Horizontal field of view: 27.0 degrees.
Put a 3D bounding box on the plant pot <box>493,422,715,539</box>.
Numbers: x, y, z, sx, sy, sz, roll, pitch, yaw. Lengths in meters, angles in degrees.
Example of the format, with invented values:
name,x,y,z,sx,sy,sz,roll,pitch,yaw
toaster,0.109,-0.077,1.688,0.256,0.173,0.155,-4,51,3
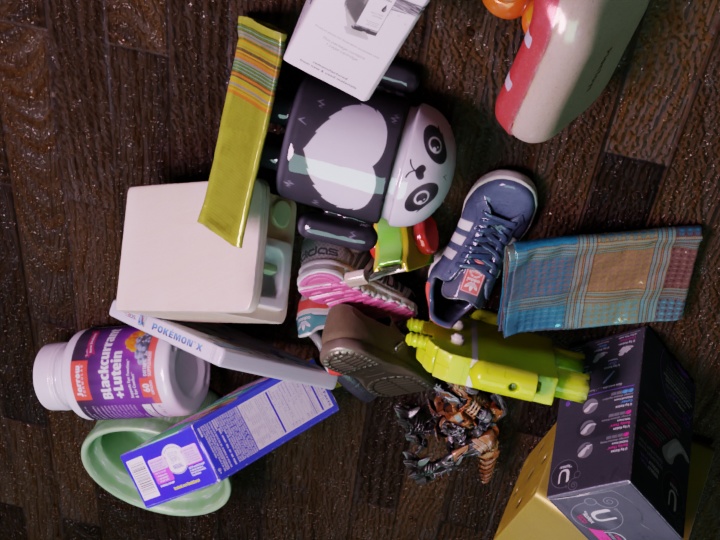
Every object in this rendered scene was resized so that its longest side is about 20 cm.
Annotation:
name,x,y,z,sx,sy,sz,roll,pitch,yaw
plant pot,0.273,0.284,1.765,0.175,0.201,0.201,29,141,0

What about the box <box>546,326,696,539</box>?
name,x,y,z,sx,sy,sz,roll,pitch,yaw
box,0.283,0.182,1.617,0.105,0.202,0.122,-19,131,35

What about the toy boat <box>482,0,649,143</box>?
name,x,y,z,sx,sy,sz,roll,pitch,yaw
toy boat,0.155,-0.215,1.262,0.130,0.130,0.201,41,144,15

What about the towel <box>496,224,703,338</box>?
name,x,y,z,sx,sy,sz,roll,pitch,yaw
towel,0.240,0.013,1.526,0.197,0.022,0.148,-5,141,-2

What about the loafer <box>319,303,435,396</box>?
name,x,y,z,sx,sy,sz,roll,pitch,yaw
loafer,0.023,0.086,1.606,0.075,0.068,0.200,-11,158,24

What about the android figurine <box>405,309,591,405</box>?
name,x,y,z,sx,sy,sz,roll,pitch,yaw
android figurine,0.143,0.089,1.584,0.197,0.182,0.042,15,108,1

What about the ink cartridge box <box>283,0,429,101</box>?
name,x,y,z,sx,sy,sz,roll,pitch,yaw
ink cartridge box,0.024,-0.261,1.208,0.082,0.148,0.200,25,140,-9

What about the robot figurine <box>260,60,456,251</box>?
name,x,y,z,sx,sy,sz,roll,pitch,yaw
robot figurine,-0.008,-0.114,1.415,0.197,0.126,0.151,15,142,1

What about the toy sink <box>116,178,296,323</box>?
name,x,y,z,sx,sy,sz,roll,pitch,yaw
toy sink,-0.138,-0.016,1.522,0.198,0.132,0.111,-2,170,40

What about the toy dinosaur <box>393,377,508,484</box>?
name,x,y,z,sx,sy,sz,roll,pitch,yaw
toy dinosaur,0.118,0.196,1.783,0.134,0.102,0.202,-20,114,9

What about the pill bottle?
name,x,y,z,sx,sy,sz,roll,pitch,yaw
pill bottle,-0.291,0.123,1.811,0.197,0.112,0.112,-5,138,24

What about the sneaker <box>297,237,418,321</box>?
name,x,y,z,sx,sy,sz,roll,pitch,yaw
sneaker,0.000,0.000,1.600,0.073,0.089,0.199,-16,155,30

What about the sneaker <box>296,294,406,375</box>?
name,x,y,z,sx,sy,sz,roll,pitch,yaw
sneaker,-0.005,0.094,1.693,0.070,0.094,0.200,-19,130,36

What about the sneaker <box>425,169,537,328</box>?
name,x,y,z,sx,sy,sz,roll,pitch,yaw
sneaker,0.121,-0.015,1.522,0.074,0.085,0.201,20,138,-5

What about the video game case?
name,x,y,z,sx,sy,sz,roll,pitch,yaw
video game case,-0.149,0.082,1.657,0.181,0.022,0.199,20,-178,38

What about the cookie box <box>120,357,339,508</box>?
name,x,y,z,sx,sy,sz,roll,pitch,yaw
cookie box,-0.153,0.189,1.761,0.170,0.199,0.076,-26,91,48

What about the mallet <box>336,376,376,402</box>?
name,x,y,z,sx,sy,sz,roll,pitch,yaw
mallet,-0.048,0.151,1.830,0.066,0.041,0.199,35,142,-18

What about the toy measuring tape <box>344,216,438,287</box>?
name,x,y,z,sx,sy,sz,roll,pitch,yaw
toy measuring tape,0.028,-0.030,1.491,0.073,0.200,0.075,3,98,23

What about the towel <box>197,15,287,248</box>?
name,x,y,z,sx,sy,sz,roll,pitch,yaw
towel,-0.110,-0.129,1.383,0.018,0.086,0.203,6,104,-30

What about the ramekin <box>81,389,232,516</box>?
name,x,y,z,sx,sy,sz,roll,pitch,yaw
ramekin,-0.250,0.220,1.928,0.197,0.099,0.201,9,142,7
